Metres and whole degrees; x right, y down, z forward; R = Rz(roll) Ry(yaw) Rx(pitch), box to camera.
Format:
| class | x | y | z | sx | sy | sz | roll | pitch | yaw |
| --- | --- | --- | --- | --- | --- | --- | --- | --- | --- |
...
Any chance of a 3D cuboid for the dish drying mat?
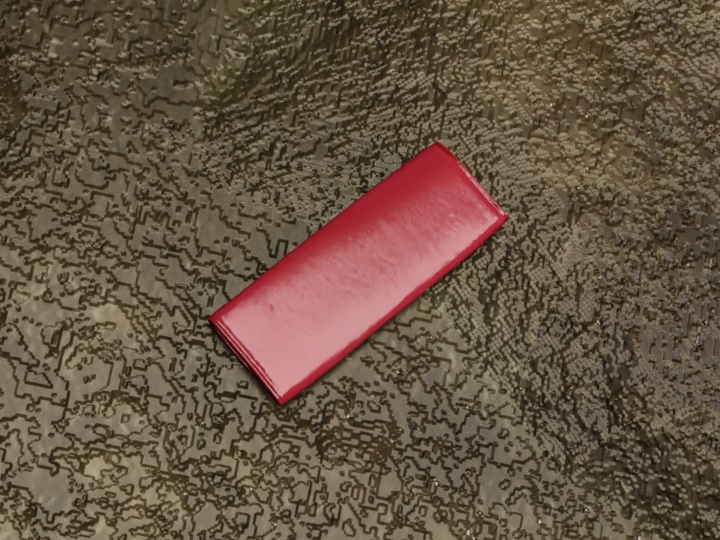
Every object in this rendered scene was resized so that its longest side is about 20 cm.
| class | x | y | z | sx | sy | sz | roll | pitch | yaw |
| --- | --- | --- | --- | --- | --- | --- | --- | --- | --- |
| dish drying mat | 0.000 | 0.000 | 1.340 | 0.200 | 0.018 | 0.077 | -39 | 80 | -15 |
